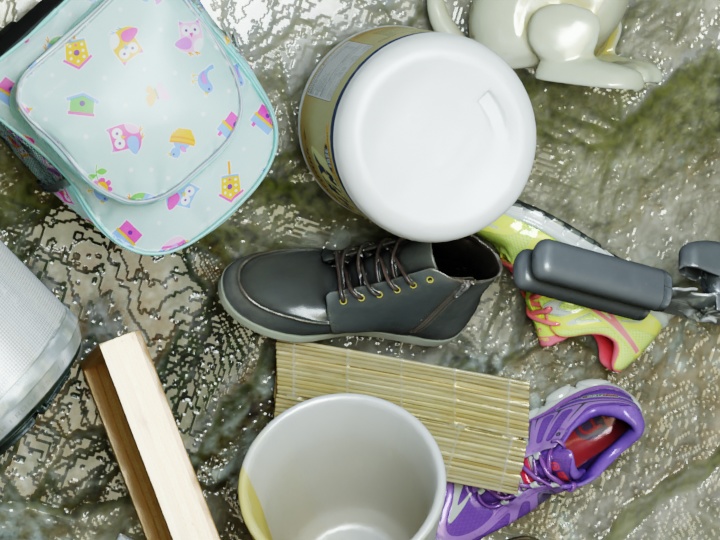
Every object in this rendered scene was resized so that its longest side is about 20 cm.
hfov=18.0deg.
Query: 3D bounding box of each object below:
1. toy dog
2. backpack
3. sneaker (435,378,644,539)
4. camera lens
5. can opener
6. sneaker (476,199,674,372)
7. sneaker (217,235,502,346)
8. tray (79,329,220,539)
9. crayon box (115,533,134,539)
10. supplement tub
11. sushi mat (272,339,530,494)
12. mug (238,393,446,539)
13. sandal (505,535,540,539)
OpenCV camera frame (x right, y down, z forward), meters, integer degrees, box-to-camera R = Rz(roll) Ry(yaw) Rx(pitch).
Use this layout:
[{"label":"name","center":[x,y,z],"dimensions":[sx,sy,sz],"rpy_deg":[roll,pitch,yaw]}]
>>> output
[{"label":"toy dog","center":[0.155,-0.243,1.686],"dimensions":[0.193,0.139,0.201],"rpy_deg":[10,99,23]},{"label":"backpack","center":[-0.157,-0.113,1.616],"dimensions":[0.176,0.153,0.200],"rpy_deg":[-44,111,-9]},{"label":"sneaker","center":[0.129,0.149,1.748],"dimensions":[0.199,0.083,0.081],"rpy_deg":[-34,103,-5]},{"label":"camera lens","center":[-0.309,0.036,1.596],"dimensions":[0.160,0.160,0.200],"rpy_deg":[-44,104,-3]},{"label":"can opener","center":[0.209,0.000,1.700],"dimensions":[0.199,0.053,0.067],"rpy_deg":[15,68,-24]},{"label":"sneaker","center":[0.150,0.011,1.736],"dimensions":[0.199,0.078,0.091],"rpy_deg":[31,93,-15]},{"label":"sneaker","center":[0.000,0.000,1.677],"dimensions":[0.199,0.106,0.075],"rpy_deg":[4,61,-20]},{"label":"tray","center":[-0.147,0.148,1.651],"dimensions":[0.037,0.099,0.201],"rpy_deg":[-21,86,-18]},{"label":"crayon box","center":[-0.120,0.301,1.731],"dimensions":[0.199,0.052,0.126],"rpy_deg":[26,92,-14]},{"label":"supplement tub","center":[0.034,-0.102,1.630],"dimensions":[0.143,0.200,0.145],"rpy_deg":[-2,98,-12]},{"label":"sushi mat","center":[0.029,0.109,1.710],"dimensions":[0.199,0.012,0.096],"rpy_deg":[10,112,8]},{"label":"mug","center":[-0.025,0.201,1.677],"dimensions":[0.186,0.154,0.150],"rpy_deg":[-25,58,-13]},{"label":"sandal","center":[0.085,0.294,1.773],"dimensions":[0.200,0.055,0.082],"rpy_deg":[-45,104,-3]}]
